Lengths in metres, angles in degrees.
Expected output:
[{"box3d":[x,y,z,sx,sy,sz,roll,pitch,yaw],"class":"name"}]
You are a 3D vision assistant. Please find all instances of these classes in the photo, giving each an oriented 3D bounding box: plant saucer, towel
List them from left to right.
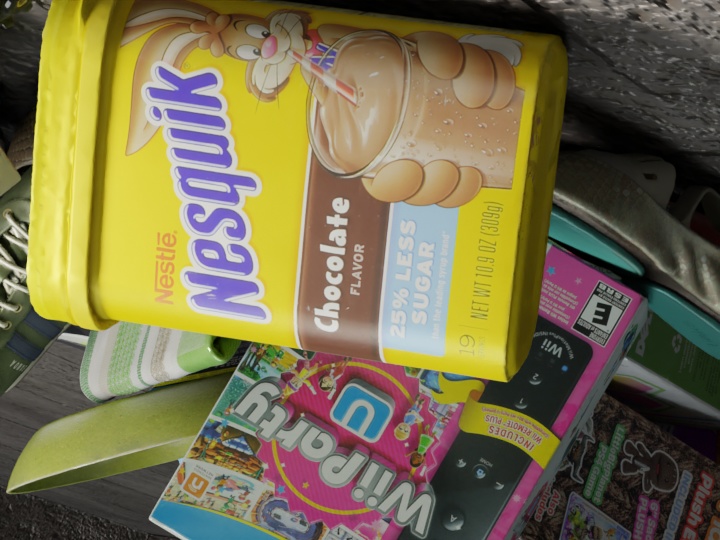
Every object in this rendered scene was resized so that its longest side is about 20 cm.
[{"box3d":[-0.090,0.079,1.078,0.200,0.031,0.200,-14,173,-2],"class":"plant saucer"},{"box3d":[-0.081,-0.012,0.993,0.031,0.149,0.200,18,166,-21],"class":"towel"}]

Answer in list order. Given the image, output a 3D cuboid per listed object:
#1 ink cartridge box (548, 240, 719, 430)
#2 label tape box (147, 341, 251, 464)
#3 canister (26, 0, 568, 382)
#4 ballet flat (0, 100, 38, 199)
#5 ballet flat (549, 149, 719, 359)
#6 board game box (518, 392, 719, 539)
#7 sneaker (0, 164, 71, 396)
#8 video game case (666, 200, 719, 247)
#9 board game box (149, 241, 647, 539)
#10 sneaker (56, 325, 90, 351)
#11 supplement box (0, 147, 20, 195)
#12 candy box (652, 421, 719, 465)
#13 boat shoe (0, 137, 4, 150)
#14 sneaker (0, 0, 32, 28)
[{"box3d":[0.124,0.029,1.080,0.104,0.059,0.200,5,164,38],"class":"ink cartridge box"},{"box3d":[-0.042,0.073,1.251,0.144,0.063,0.200,-10,-170,10],"class":"label tape box"},{"box3d":[-0.024,-0.039,0.832,0.200,0.149,0.087,8,-167,12],"class":"canister"},{"box3d":[-0.175,-0.026,1.081,0.067,0.046,0.200,27,133,-23],"class":"ballet flat"},{"box3d":[0.133,-0.021,0.946,0.200,0.062,0.067,33,169,-40],"class":"ballet flat"},{"box3d":[0.108,0.143,1.116,0.200,0.097,0.159,32,153,-23],"class":"board game box"},{"box3d":[-0.182,0.017,1.027,0.067,0.090,0.200,43,127,5],"class":"sneaker"},{"box3d":[0.086,-0.031,1.037,0.200,0.017,0.143,19,166,-25],"class":"video game case"},{"box3d":[0.020,0.066,0.943,0.148,0.200,0.064,30,177,10],"class":"board game box"},{"box3d":[-0.173,0.001,1.192,0.200,0.072,0.083,10,150,-21],"class":"sneaker"},{"box3d":[-0.265,-0.067,0.992,0.200,0.074,0.126,-3,123,53],"class":"supplement box"},{"box3d":[0.191,0.081,1.190,0.200,0.117,0.056,8,164,25],"class":"candy box"},{"box3d":[-0.241,-0.056,1.137,0.076,0.072,0.200,14,167,-4],"class":"boat shoe"},{"box3d":[-0.190,-0.142,0.760,0.072,0.072,0.200,46,-167,31],"class":"sneaker"}]
